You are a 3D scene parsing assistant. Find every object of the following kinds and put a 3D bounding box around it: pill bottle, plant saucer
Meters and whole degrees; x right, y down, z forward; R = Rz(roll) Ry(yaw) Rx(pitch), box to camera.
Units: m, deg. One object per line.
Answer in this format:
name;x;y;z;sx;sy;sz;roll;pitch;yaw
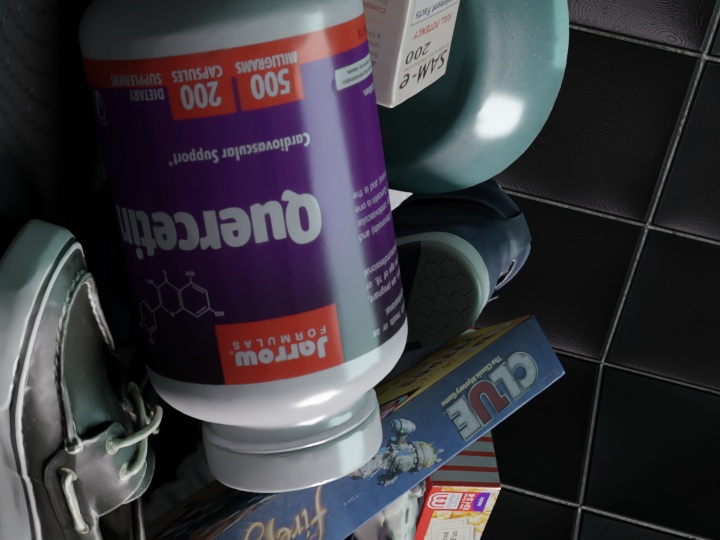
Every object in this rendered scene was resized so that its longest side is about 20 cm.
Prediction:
pill bottle;-0.042;-0.018;0.526;0.113;0.111;0.202;-59;142;-69
plant saucer;0.006;-0.126;0.647;0.036;0.199;0.202;-36;144;-48

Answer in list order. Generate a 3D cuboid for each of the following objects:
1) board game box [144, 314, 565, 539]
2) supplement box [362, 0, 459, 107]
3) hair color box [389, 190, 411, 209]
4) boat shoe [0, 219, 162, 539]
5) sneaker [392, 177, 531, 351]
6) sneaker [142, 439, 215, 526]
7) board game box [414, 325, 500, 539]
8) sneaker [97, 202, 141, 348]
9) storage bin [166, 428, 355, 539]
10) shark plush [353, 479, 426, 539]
board game box;-0.012;0.093;0.631;0.199;0.035;0.135;-32;-176;-26
supplement box;-0.012;-0.187;0.554;0.073;0.125;0.202;-40;146;-58
hair color box;-0.017;-0.002;0.839;0.201;0.065;0.109;-56;153;-6
boat shoe;-0.112;0.064;0.530;0.071;0.063;0.201;-69;170;-46
sneaker;0.001;0.001;0.747;0.146;0.200;0.078;-43;120;-57
sneaker;-0.079;0.141;0.717;0.199;0.081;0.089;-33;166;-25
board game box;0.043;0.140;0.880;0.201;0.046;0.152;103;-13;-45
sneaker;-0.069;-0.023;0.640;0.200;0.081;0.074;-65;167;-59
storage bin;-0.073;0.199;0.844;0.200;0.133;0.147;-64;167;-58
shark plush;0.023;0.125;0.788;0.083;0.090;0.202;56;13;-73
